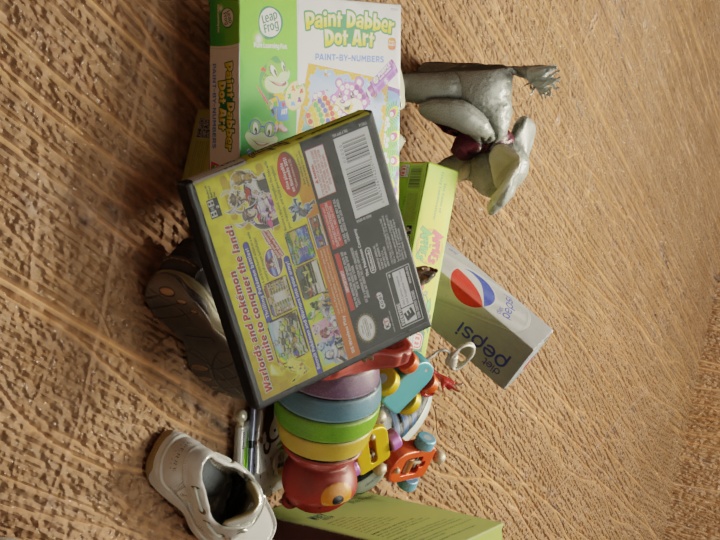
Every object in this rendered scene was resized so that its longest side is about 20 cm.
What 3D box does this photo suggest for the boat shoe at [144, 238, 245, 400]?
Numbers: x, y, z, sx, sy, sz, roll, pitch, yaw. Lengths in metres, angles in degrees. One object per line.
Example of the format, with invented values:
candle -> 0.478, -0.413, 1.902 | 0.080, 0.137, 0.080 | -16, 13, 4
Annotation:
boat shoe -> -0.119, 0.046, 1.273 | 0.074, 0.074, 0.200 | -66, 152, -29

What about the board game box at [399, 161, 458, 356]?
board game box -> 0.038, -0.013, 1.538 | 0.047, 0.101, 0.202 | 14, 84, -38

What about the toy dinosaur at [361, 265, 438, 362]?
toy dinosaur -> -0.034, 0.010, 1.317 | 0.136, 0.199, 0.086 | -90, -160, -80

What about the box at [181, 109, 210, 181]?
box -> -0.088, -0.085, 1.324 | 0.200, 0.050, 0.076 | 23, 77, -63

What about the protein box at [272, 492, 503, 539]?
protein box -> 0.017, 0.322, 1.491 | 0.198, 0.199, 0.136 | 0, 98, -64

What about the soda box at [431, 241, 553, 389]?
soda box -> 0.113, 0.036, 1.606 | 0.068, 0.200, 0.063 | -56, 168, 32

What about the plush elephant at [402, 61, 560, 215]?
plush elephant -> 0.127, -0.147, 1.588 | 0.165, 0.198, 0.156 | -35, 125, -66

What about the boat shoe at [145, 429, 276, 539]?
boat shoe -> -0.120, 0.213, 1.309 | 0.200, 0.069, 0.071 | 50, 58, -52

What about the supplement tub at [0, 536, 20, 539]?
supplement tub -> -0.221, 0.276, 1.047 | 0.200, 0.143, 0.146 | 34, 68, -62

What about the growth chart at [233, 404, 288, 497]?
growth chart -> -0.080, 0.165, 1.455 | 0.200, 0.018, 0.146 | -28, 121, -61

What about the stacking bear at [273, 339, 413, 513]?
stacking bear -> -0.033, 0.149, 1.408 | 0.121, 0.114, 0.201 | -9, 120, -32

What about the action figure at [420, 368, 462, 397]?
action figure -> 0.071, 0.097, 1.612 | 0.065, 0.099, 0.200 | -60, 179, 36

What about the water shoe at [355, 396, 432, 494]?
water shoe -> 0.024, 0.158, 1.608 | 0.201, 0.071, 0.079 | -60, 143, -40

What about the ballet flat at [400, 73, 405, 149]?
ballet flat -> 0.014, -0.157, 1.496 | 0.070, 0.065, 0.202 | -35, 128, -57

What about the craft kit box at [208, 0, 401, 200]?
craft kit box -> -0.045, -0.138, 1.255 | 0.199, 0.048, 0.199 | -7, 97, -46

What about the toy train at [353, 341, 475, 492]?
toy train -> 0.041, 0.148, 1.509 | 0.149, 0.056, 0.201 | -10, 130, -40

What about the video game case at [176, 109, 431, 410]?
video game case -> -0.043, -0.011, 1.204 | 0.180, 0.025, 0.201 | -24, 108, -25
